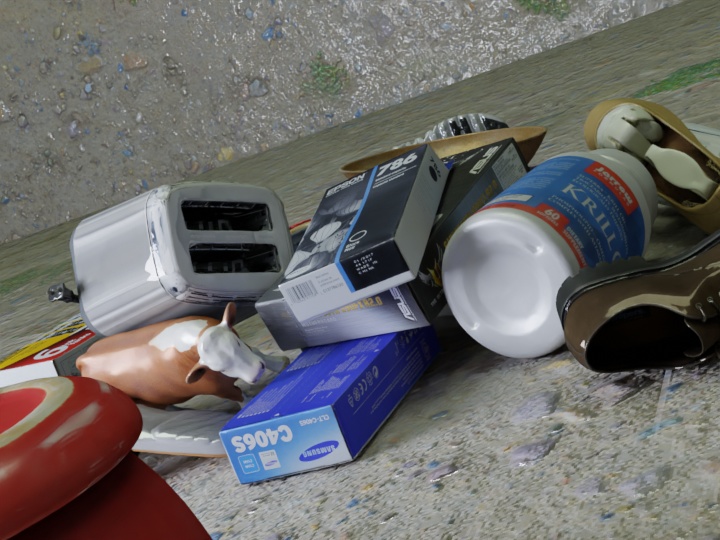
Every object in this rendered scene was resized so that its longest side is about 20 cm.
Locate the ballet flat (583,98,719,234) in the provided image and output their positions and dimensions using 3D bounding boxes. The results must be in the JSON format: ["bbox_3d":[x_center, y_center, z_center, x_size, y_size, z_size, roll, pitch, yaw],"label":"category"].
[{"bbox_3d":[0.242,-0.097,1.115,0.069,0.063,0.200,-57,44,8],"label":"ballet flat"}]

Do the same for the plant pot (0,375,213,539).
[{"bbox_3d":[-0.146,0.154,0.580,0.198,0.185,0.201,-18,11,4],"label":"plant pot"}]

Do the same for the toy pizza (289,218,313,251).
[{"bbox_3d":[-0.013,-0.026,1.331,0.197,0.032,0.201,-15,-18,-5],"label":"toy pizza"}]

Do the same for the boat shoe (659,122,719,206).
[{"bbox_3d":[0.285,-0.085,1.163,0.066,0.074,0.199,-24,12,-29],"label":"boat shoe"}]

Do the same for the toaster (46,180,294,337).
[{"bbox_3d":[-0.146,-0.010,1.135,0.128,0.115,0.198,-22,-16,41],"label":"toaster"}]

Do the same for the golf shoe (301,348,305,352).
[{"bbox_3d":[0.000,0.000,1.257,0.077,0.096,0.200,-16,11,30],"label":"golf shoe"}]

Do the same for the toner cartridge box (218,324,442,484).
[{"bbox_3d":[-0.016,0.086,1.005,0.094,0.044,0.200,-17,12,27],"label":"toner cartridge box"}]

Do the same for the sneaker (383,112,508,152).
[{"bbox_3d":[0.115,-0.166,1.903,0.198,0.076,0.081,-18,2,15],"label":"sneaker"}]

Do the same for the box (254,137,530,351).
[{"bbox_3d":[0.030,-0.022,1.091,0.157,0.049,0.200,-12,26,42],"label":"box"}]

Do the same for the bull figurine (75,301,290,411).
[{"bbox_3d":[-0.133,0.076,1.079,0.198,0.121,0.066,-6,62,38],"label":"bull figurine"}]

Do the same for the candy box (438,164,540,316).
[{"bbox_3d":[0.128,-0.030,1.209,0.199,0.072,0.167,-31,15,-39],"label":"candy box"}]

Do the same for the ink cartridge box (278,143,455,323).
[{"bbox_3d":[0.009,-0.039,1.034,0.099,0.039,0.201,-23,20,22],"label":"ink cartridge box"}]

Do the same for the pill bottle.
[{"bbox_3d":[0.151,-0.024,1.029,0.111,0.113,0.200,-13,15,36],"label":"pill bottle"}]

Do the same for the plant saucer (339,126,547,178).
[{"bbox_3d":[0.080,-0.098,1.283,0.197,0.036,0.200,-11,9,2],"label":"plant saucer"}]

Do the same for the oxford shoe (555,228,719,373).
[{"bbox_3d":[0.222,0.022,0.837,0.198,0.073,0.085,-21,27,12],"label":"oxford shoe"}]

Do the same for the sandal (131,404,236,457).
[{"bbox_3d":[-0.177,0.138,1.044,0.204,0.060,0.079,6,14,17],"label":"sandal"}]

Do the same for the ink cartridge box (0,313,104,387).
[{"bbox_3d":[-0.270,0.092,1.351,0.174,0.085,0.200,-13,15,39],"label":"ink cartridge box"}]
